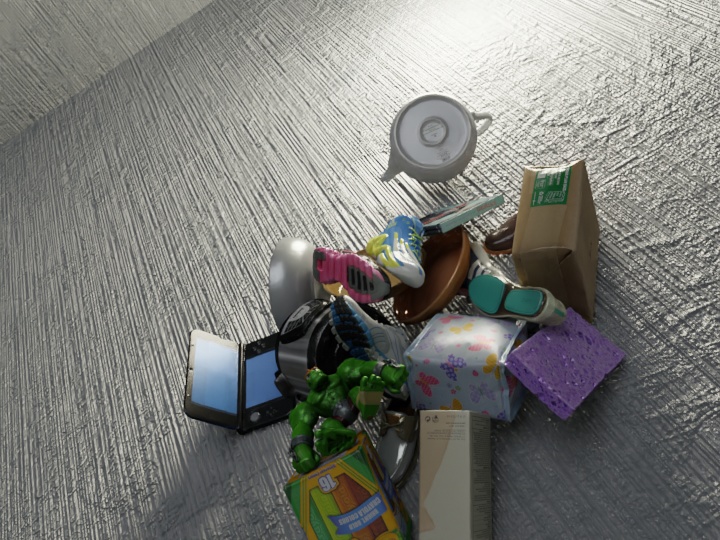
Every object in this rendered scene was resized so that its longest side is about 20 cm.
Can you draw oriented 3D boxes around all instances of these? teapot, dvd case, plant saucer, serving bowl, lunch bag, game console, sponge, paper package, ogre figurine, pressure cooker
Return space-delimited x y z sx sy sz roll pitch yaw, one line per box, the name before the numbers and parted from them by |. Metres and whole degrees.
teapot | 0.158 -0.269 1.454 0.198 0.146 0.200 18 83 12
dvd case | 0.157 -0.096 1.283 0.145 0.022 0.200 -26 9 -22
plant saucer | 0.029 0.010 1.269 0.198 0.036 0.201 -16 25 8
serving bowl | -0.101 0.036 1.292 0.065 0.201 0.202 -4 50 19
lunch bag | 0.186 0.138 1.086 0.168 0.129 0.200 1 25 28
game console | -0.222 0.188 1.284 0.169 0.119 0.202 -21 45 13
sponge | 0.299 0.129 0.993 0.111 0.030 0.199 44 39 20
plant saucer | 0.132 0.012 1.236 0.200 0.037 0.201 -48 22 26
paper package | 0.323 -0.044 1.119 0.102 0.191 0.202 -2 50 27
ogre figurine | -0.034 0.196 0.995 0.201 0.098 0.120 -58 31 -6
pressure cooker | -0.052 0.141 1.170 0.199 0.174 0.181 -2 82 61

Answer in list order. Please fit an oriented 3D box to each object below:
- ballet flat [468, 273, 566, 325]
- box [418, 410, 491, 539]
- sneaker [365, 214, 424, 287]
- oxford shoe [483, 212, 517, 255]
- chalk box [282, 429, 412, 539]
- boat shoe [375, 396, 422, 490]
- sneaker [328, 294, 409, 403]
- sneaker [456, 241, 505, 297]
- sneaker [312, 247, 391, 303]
ballet flat | 0.240 0.052 1.066 0.068 0.062 0.200 -66 25 0
box | 0.132 0.299 0.950 0.077 0.095 0.203 -6 72 28
sneaker | 0.073 -0.045 1.175 0.106 0.075 0.200 -55 27 3
oxford shoe | 0.308 -0.100 1.261 0.199 0.073 0.071 -32 44 2
chalk box | -0.004 0.355 0.977 0.124 0.124 0.202 -28 87 5
boat shoe | 0.060 0.248 1.103 0.074 0.069 0.202 0 53 30
sneaker | 0.027 0.107 1.070 0.074 0.201 0.087 -6 36 50
sneaker | 0.210 0.030 1.206 0.084 0.075 0.201 -29 31 3
sneaker | 0.000 0.000 1.193 0.094 0.080 0.199 -5 19 -36
